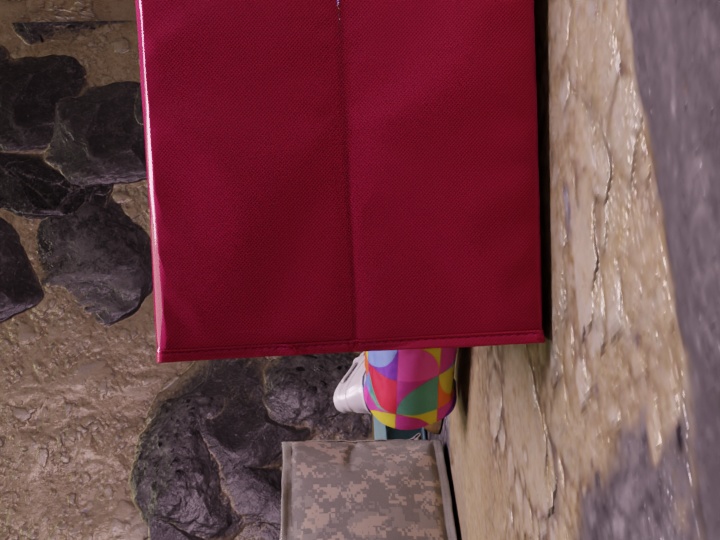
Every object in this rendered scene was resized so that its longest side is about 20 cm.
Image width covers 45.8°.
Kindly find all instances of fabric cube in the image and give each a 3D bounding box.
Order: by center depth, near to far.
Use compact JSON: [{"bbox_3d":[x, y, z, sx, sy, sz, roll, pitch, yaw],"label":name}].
[{"bbox_3d":[-0.013,-0.065,0.495,0.196,0.199,0.201,-122,29,-85],"label":"fabric cube"}]

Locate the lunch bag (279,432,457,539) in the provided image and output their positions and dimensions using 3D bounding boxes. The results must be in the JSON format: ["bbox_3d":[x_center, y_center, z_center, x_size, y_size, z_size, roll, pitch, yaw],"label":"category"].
[{"bbox_3d":[0.005,0.249,0.794,0.118,0.163,0.201,93,176,-50],"label":"lunch bag"}]

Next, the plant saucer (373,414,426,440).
[{"bbox_3d":[0.047,0.147,1.058,0.019,0.070,0.201,-54,27,37],"label":"plant saucer"}]

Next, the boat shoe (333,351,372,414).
[{"bbox_3d":[0.020,0.115,0.999,0.200,0.065,0.074,-23,-80,-71],"label":"boat shoe"}]

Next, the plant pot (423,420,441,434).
[{"bbox_3d":[0.065,0.075,0.919,0.200,0.027,0.201,179,90,-88],"label":"plant pot"}]

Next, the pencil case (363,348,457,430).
[{"bbox_3d":[0.043,0.031,0.679,0.089,0.088,0.201,-94,4,-56],"label":"pencil case"}]
